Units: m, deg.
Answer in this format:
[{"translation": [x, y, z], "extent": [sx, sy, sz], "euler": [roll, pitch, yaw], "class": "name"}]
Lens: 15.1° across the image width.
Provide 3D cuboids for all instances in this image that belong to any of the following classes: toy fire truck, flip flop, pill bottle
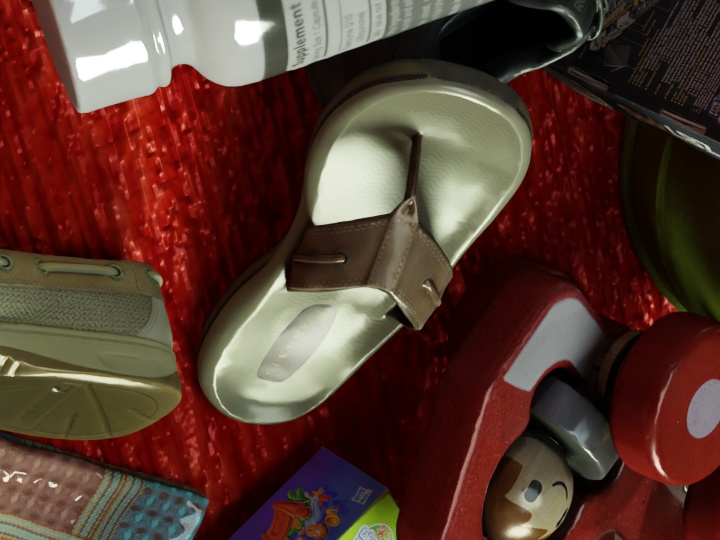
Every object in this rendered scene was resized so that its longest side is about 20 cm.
[{"translation": [0.083, 0.100, 1.091], "extent": [0.168, 0.112, 0.200], "euler": [-57, 138, -15], "class": "toy fire truck"}, {"translation": [0.000, 0.000, 0.998], "extent": [0.081, 0.058, 0.200], "euler": [19, 131, -23], "class": "flip flop"}, {"translation": [-0.017, -0.130, 0.925], "extent": [0.200, 0.114, 0.114], "euler": [-19, 121, -8], "class": "pill bottle"}]

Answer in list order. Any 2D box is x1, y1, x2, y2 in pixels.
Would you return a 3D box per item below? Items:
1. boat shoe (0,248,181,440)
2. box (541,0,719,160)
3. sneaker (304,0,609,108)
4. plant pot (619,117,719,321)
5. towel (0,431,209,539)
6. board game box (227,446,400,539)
[{"translation": [-0.152, 0.010, 0.951], "extent": [0.201, 0.063, 0.073], "euler": [12, 148, -34], "class": "boat shoe"}, {"translation": [0.167, -0.139, 1.038], "extent": [0.049, 0.161, 0.200], "euler": [30, 90, -41], "class": "box"}, {"translation": [0.071, -0.124, 1.025], "extent": [0.200, 0.091, 0.076], "euler": [-51, 127, -7], "class": "sneaker"}, {"translation": [0.222, -0.012, 1.073], "extent": [0.200, 0.193, 0.201], "euler": [-4, 115, -8], "class": "plant pot"}, {"translation": [-0.152, 0.159, 1.037], "extent": [0.147, 0.022, 0.200], "euler": [20, 98, -40], "class": "towel"}, {"translation": [-0.011, 0.187, 1.120], "extent": [0.134, 0.045, 0.200], "euler": [-44, 132, -16], "class": "board game box"}]
